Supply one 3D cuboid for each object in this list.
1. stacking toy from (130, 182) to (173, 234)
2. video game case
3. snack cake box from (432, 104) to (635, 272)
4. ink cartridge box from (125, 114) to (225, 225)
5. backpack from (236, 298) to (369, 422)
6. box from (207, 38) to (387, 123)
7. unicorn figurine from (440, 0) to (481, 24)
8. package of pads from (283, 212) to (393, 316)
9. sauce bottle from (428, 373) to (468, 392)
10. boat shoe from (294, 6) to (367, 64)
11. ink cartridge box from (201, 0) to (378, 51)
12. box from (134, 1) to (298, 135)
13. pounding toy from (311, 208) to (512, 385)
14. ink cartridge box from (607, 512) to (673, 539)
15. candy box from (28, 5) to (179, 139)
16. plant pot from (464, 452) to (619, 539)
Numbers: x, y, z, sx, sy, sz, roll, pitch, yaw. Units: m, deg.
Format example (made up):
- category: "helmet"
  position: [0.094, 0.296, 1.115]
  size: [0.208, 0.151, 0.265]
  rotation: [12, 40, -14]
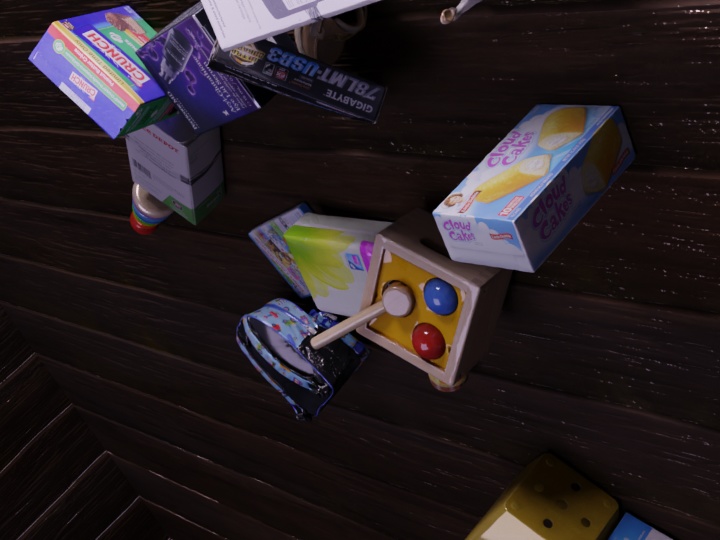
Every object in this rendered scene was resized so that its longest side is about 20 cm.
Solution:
- category: "stacking toy"
  position: [-0.370, -0.111, 2.100]
  size: [0.085, 0.085, 0.200]
  rotation: [45, 159, -2]
- category: "video game case"
  position: [-0.091, -0.028, 1.884]
  size: [0.143, 0.018, 0.199]
  rotation: [50, 152, -11]
- category: "snack cake box"
  position: [0.182, -0.090, 1.233]
  size: [0.114, 0.200, 0.068]
  rotation: [11, 137, 46]
- category: "ink cartridge box"
  position: [-0.294, -0.190, 1.869]
  size: [0.145, 0.084, 0.201]
  rotation: [35, 150, 18]
- category: "backpack"
  position: [-0.106, 0.130, 1.990]
  size: [0.200, 0.135, 0.183]
  rotation: [42, 152, 5]
- category: "box"
  position: [-0.079, -0.228, 1.391]
  size: [0.198, 0.050, 0.199]
  rotation: [19, -174, -11]
- category: "unicorn figurine"
  position: [0.116, -0.297, 1.149]
  size: [0.199, 0.137, 0.074]
  rotation: [-15, 107, 43]
- category: "package of pads"
  position: [0.000, 0.000, 1.728]
  size: [0.198, 0.068, 0.156]
  rotation: [10, 136, 38]
- category: "sauce bottle"
  position: [0.123, 0.095, 1.707]
  size: [0.066, 0.066, 0.201]
  rotation: [28, 150, 28]
- category: "boat shoe"
  position: [-0.027, -0.300, 1.371]
  size: [0.069, 0.074, 0.201]
  rotation: [42, 152, 18]
- category: "ink cartridge box"
  position: [-0.050, -0.312, 1.226]
  size: [0.198, 0.145, 0.085]
  rotation: [-13, 115, 24]
- category: "box"
  position: [-0.188, -0.283, 1.581]
  size: [0.149, 0.104, 0.199]
  rotation: [53, 151, -16]
- category: "pounding toy"
  position: [0.065, 0.042, 1.546]
  size: [0.199, 0.142, 0.186]
  rotation: [28, 126, 23]
- category: "ink cartridge box"
  position: [0.453, 0.468, 1.737]
  size: [0.199, 0.084, 0.145]
  rotation: [27, 148, 30]
- category: "candy box"
  position: [-0.340, -0.285, 1.682]
  size: [0.169, 0.200, 0.077]
  rotation: [43, 119, 2]
- category: "plant pot"
  position: [0.277, 0.400, 1.786]
  size: [0.199, 0.200, 0.177]
  rotation: [35, 140, 18]
